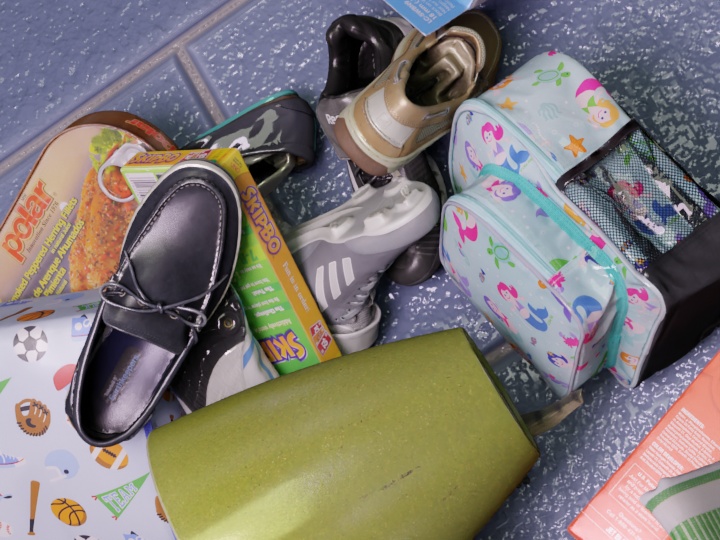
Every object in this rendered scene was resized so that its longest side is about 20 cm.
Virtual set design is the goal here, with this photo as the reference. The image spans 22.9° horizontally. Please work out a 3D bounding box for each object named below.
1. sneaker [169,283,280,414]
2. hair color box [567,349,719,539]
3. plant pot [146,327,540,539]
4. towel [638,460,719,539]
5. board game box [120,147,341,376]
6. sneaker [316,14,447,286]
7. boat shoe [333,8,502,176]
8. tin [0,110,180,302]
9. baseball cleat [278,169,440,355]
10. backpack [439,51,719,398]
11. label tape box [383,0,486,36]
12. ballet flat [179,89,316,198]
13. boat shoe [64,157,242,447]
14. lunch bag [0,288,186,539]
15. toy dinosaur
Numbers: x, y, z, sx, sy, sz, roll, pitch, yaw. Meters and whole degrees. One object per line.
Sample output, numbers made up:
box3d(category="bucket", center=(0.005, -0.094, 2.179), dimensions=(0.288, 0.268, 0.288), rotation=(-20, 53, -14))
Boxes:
box3d(category="sneaker", center=(-0.089, 0.075, 1.201), dimensions=(0.072, 0.073, 0.201), rotation=(-24, 105, 0))
box3d(category="hair color box", center=(0.224, 0.109, 1.118), dimensions=(0.061, 0.101, 0.200), rotation=(41, 94, 21))
box3d(category="plant pot", center=(0.003, 0.127, 1.089), dimensions=(0.200, 0.187, 0.188), rotation=(-32, 73, 5))
box3d(category="towel", center=(0.255, 0.188, 0.983), dimensions=(0.200, 0.152, 0.023), rotation=(56, 130, 23))
box3d(category="board game box", center=(-0.080, 0.007, 1.194), dimensions=(0.095, 0.201, 0.030), rotation=(1, 35, 41))
box3d(category="sneaker", center=(0.009, -0.088, 1.222), dimensions=(0.066, 0.090, 0.201), rotation=(-15, 74, 30))
box3d(category="boat shoe", center=(0.058, -0.131, 1.169), dimensions=(0.072, 0.200, 0.076), rotation=(43, 129, -5))
box3d(category="tin", center=(-0.193, -0.027, 1.259), dimensions=(0.112, 0.042, 0.200), rotation=(33, 122, -6))
box3d(category="baseball cleat", center=(0.000, 0.000, 1.194), dimensions=(0.200, 0.070, 0.107), rotation=(-15, 116, 51))
box3d(category="backpack", center=(0.134, -0.030, 1.127), dimensions=(0.150, 0.178, 0.200), rotation=(-30, 69, -13))
box3d(category="label tape box", center=(0.069, -0.259, 1.194), dimensions=(0.144, 0.063, 0.200), rotation=(42, 54, 19))
box3d(category="ballet flat", center=(-0.119, -0.062, 1.276), dimensions=(0.199, 0.073, 0.073), rotation=(-23, 74, 10))
box3d(category="boat shoe", center=(-0.130, 0.025, 1.115), dimensions=(0.074, 0.062, 0.201), rotation=(25, 100, -9))
box3d(category="lunch bag", center=(-0.200, 0.119, 1.237), dimensions=(0.169, 0.124, 0.201), rotation=(-9, 102, 14))
box3d(category="toy dinosaur", center=(0.067, 0.111, 1.178), dimensions=(0.199, 0.047, 0.088), rotation=(4, 120, 39))
